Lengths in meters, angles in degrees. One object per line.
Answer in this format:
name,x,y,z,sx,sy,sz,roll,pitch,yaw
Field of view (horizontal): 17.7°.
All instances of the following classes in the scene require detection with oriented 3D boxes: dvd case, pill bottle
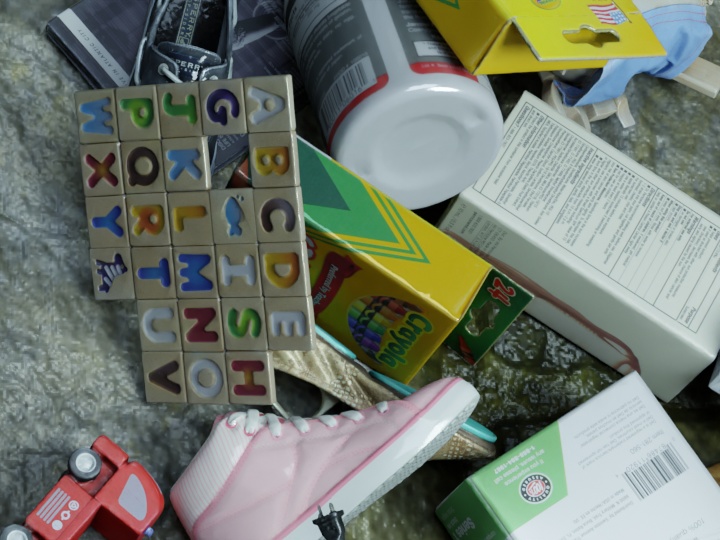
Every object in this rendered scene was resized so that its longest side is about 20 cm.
dvd case,-0.093,-0.161,1.576,0.200,0.016,0.149,-38,83,-28
pill bottle,0.014,-0.147,1.508,0.114,0.114,0.200,-3,49,-18

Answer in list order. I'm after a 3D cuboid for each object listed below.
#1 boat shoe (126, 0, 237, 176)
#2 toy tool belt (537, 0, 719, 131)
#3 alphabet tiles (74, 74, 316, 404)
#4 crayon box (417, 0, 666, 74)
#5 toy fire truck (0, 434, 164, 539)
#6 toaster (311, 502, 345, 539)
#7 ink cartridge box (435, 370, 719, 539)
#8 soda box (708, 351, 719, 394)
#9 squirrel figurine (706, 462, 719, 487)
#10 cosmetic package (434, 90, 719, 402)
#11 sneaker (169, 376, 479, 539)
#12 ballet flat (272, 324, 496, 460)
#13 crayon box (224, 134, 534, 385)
boat shoe,-0.116,-0.123,1.505,0.072,0.068,0.200,16,64,-10
toy tool belt,0.165,-0.151,1.586,0.200,0.125,0.123,-23,77,-40
alphabet tiles,-0.103,-0.016,1.426,0.008,0.167,0.201,-13,100,-56
crayon box,0.089,-0.191,1.464,0.127,0.051,0.200,-6,53,-43
toy fire truck,-0.167,0.211,1.371,0.141,0.049,0.200,40,61,2
toaster,-0.066,0.239,1.322,0.114,0.129,0.201,14,69,-57
ink cartridge box,0.166,0.189,1.461,0.146,0.084,0.200,-29,78,-25
soda box,0.295,0.019,1.549,0.068,0.063,0.200,32,40,-2
squirrel figurine,0.351,0.143,1.479,0.200,0.187,0.142,-14,71,-22
cosmetic package,0.158,-0.015,1.547,0.200,0.087,0.103,34,61,1
sneaker,-0.030,0.107,1.414,0.200,0.075,0.105,-39,79,2
ballet flat,-0.010,0.082,1.477,0.200,0.071,0.065,32,89,2
crayon box,0.000,0.000,1.470,0.200,0.127,0.051,33,62,0
